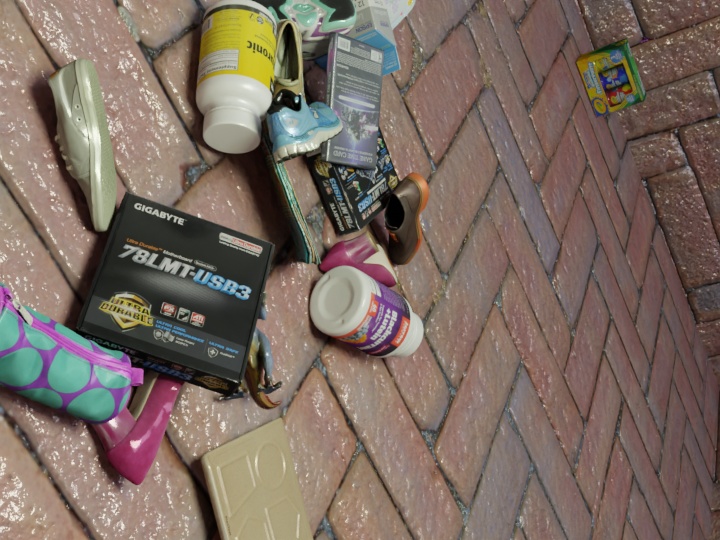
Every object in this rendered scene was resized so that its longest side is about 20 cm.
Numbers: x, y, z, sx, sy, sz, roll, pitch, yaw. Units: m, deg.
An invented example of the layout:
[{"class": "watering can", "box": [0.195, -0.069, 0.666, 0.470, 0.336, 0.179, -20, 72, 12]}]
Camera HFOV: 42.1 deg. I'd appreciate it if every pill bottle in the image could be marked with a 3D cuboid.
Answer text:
[{"class": "pill bottle", "box": [-0.178, -0.275, 1.339, 0.111, 0.110, 0.203, 30, 54, -50]}, {"class": "pill bottle", "box": [0.017, 0.076, 1.511, 0.199, 0.110, 0.113, 30, 53, -50]}]

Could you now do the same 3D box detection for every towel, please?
[{"class": "towel", "box": [-0.110, -0.104, 1.394, 0.147, 0.021, 0.202, -164, -126, -80]}]

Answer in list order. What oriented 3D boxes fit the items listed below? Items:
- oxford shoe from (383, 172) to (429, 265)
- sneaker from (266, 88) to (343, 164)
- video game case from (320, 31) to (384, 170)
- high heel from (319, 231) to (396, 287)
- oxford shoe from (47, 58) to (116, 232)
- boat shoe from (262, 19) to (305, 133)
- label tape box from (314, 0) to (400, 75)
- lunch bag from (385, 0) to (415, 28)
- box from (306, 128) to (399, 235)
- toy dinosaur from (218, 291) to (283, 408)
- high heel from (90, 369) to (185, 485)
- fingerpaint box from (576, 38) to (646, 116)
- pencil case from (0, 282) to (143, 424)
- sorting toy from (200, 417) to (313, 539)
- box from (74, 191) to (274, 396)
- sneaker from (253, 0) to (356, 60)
[{"class": "oxford shoe", "box": [0.066, -0.080, 1.649, 0.072, 0.071, 0.202, -33, 145, -33]}, {"class": "sneaker", "box": [-0.082, -0.220, 1.333, 0.200, 0.077, 0.091, -60, 132, -68]}, {"class": "video game case", "box": [-0.011, -0.271, 1.527, 0.142, 0.019, 0.203, 1, 94, -56]}, {"class": "high heel", "box": [0.000, 0.000, 1.584, 0.068, 0.095, 0.200, 63, 6, 19]}, {"class": "oxford shoe", "box": [-0.327, -0.145, 1.103, 0.075, 0.057, 0.203, -105, -172, -76]}, {"class": "boat shoe", "box": [-0.115, -0.276, 1.415, 0.076, 0.071, 0.203, -152, -122, -77]}, {"class": "label tape box", "box": [-0.026, -0.424, 1.616, 0.066, 0.142, 0.203, -11, 87, -59]}, {"class": "lunch bag", "box": [0.026, -0.559, 1.779, 0.170, 0.126, 0.201, 50, 46, -32]}, {"class": "box", "box": [-0.014, -0.190, 1.616, 0.200, 0.049, 0.201, -44, 117, -54]}, {"class": "toy dinosaur", "box": [-0.174, 0.082, 1.270, 0.201, 0.104, 0.184, 99, -23, -65]}, {"class": "high heel", "box": [-0.227, 0.161, 1.113, 0.097, 0.067, 0.200, 59, 38, -8]}, {"class": "fingerpaint box", "box": [0.817, -0.626, 3.050, 0.202, 0.165, 0.074, 64, 31, -20]}, {"class": "pencil case", "box": [-0.326, 0.088, 0.967, 0.200, 0.092, 0.086, 41, 29, -46]}, {"class": "sorting toy", "box": [-0.138, 0.310, 1.243, 0.199, 0.036, 0.188, -16, 91, -64]}, {"class": "box", "box": [-0.217, 0.026, 1.119, 0.198, 0.050, 0.201, 21, 56, -14]}, {"class": "sneaker", "box": [-0.112, -0.384, 1.517, 0.140, 0.197, 0.079, 116, -23, -64]}]
